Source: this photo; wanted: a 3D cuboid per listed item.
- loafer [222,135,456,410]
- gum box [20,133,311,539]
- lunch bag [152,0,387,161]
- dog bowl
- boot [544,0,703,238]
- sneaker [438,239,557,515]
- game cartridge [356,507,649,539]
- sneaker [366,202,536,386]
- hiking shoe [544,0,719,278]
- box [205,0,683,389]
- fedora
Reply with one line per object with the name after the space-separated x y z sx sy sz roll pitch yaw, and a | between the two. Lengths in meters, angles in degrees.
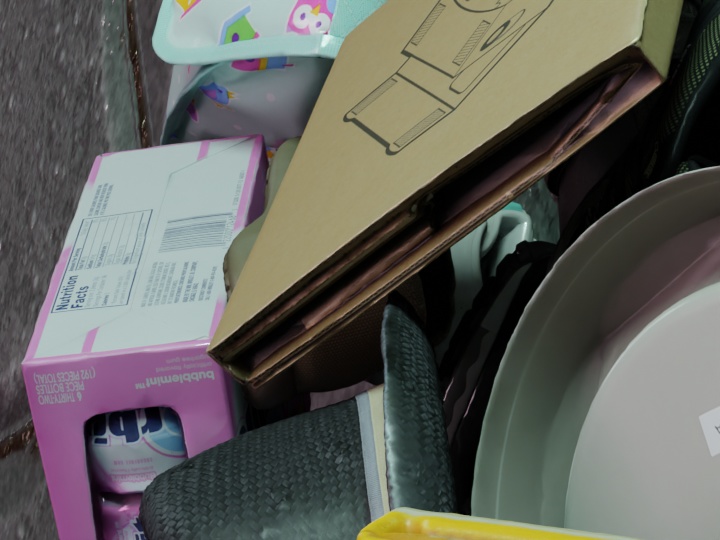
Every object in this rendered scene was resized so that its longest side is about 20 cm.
0.000 0.000 0.982 0.200 0.067 0.076 -70 -25 -71 | loafer
-0.063 0.043 0.992 0.200 0.066 0.114 -83 -16 -67 | gum box
-0.006 -0.130 1.091 0.200 0.121 0.171 119 165 -77 | lunch bag
0.118 0.072 0.742 0.200 0.059 0.201 0 90 46 | dog bowl
0.105 -0.095 0.958 0.200 0.069 0.175 120 147 -48 | boot
0.051 0.092 0.967 0.076 0.087 0.201 -60 -10 -83 | sneaker
0.082 0.165 0.693 0.176 0.032 0.201 5 105 27 | game cartridge
0.030 0.008 1.089 0.089 0.075 0.200 -62 30 8 | sneaker
0.098 -0.007 0.859 0.101 0.075 0.201 -55 -14 -70 | hiking shoe
0.037 -0.064 0.859 0.163 0.021 0.200 -37 17 29 | box
-0.016 0.100 0.831 0.201 0.091 0.202 175 90 -90 | fedora
